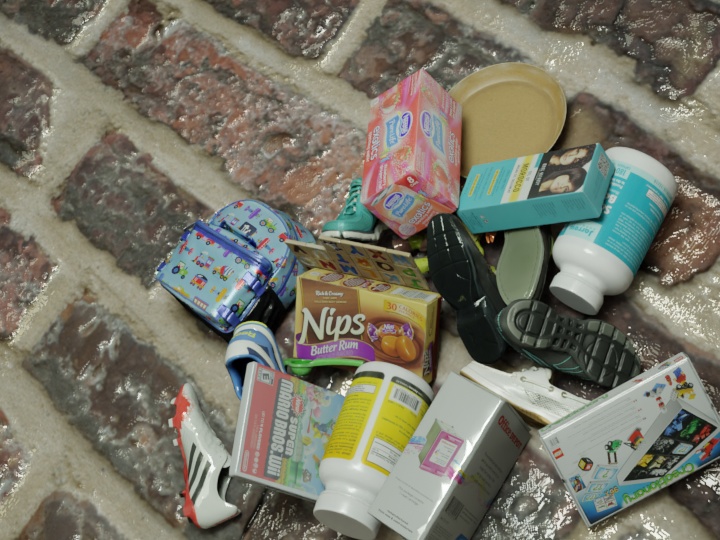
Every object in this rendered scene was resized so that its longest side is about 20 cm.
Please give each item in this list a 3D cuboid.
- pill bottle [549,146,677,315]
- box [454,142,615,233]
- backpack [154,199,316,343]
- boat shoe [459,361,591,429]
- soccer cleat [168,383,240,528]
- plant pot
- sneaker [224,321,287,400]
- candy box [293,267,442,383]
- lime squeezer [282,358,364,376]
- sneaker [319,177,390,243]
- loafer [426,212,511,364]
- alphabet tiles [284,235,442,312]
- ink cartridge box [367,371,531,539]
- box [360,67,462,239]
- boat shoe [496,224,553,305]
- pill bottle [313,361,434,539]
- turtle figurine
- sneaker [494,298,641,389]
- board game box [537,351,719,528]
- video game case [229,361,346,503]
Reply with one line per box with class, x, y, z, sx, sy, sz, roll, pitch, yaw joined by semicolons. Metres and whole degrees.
pill bottle;0.317;-0.047;1.513;0.110;0.111;0.202;23;76;28
box;0.221;-0.103;1.516;0.198;0.049;0.083;-7;47;42
backpack;-0.166;-0.011;1.675;0.182;0.135;0.201;35;80;29
boat shoe;0.221;0.155;1.486;0.198;0.071;0.070;26;77;19
soccer cleat;-0.210;0.249;1.615;0.084;0.069;0.203;-12;66;6
plant pot;0.196;-0.205;1.671;0.197;0.028;0.203;-11;56;17
sneaker;-0.118;0.169;1.548;0.073;0.082;0.202;-27;101;20
candy box;0.007;0.075;1.580;0.197;0.056;0.119;12;108;24
lime squeezer;-0.086;0.148;1.588;0.199;0.038;0.071;-36;65;22
sneaker;-0.004;-0.084;1.610;0.076;0.200;0.081;2;108;19
loafer;0.145;0.018;1.535;0.072;0.072;0.203;-17;94;42
alphabet tiles;0.000;0.000;1.583;0.197;0.168;0.008;11;68;25
ink cartridge box;0.112;0.244;1.440;0.084;0.145;0.202;28;79;31
box;0.072;-0.160;1.606;0.102;0.094;0.202;-27;40;34
boat shoe;0.220;-0.023;1.540;0.071;0.060;0.204;-24;41;32
pill bottle;0.014;0.227;1.489;0.111;0.113;0.202;9;60;25
turtle figurine;0.129;-0.032;1.607;0.159;0.064;0.203;-24;60;9
sneaker;0.257;0.090;1.472;0.198;0.079;0.076;26;74;-10
board game box;0.326;0.201;1.402;0.198;0.035;0.128;-29;96;6
video game case;-0.073;0.215;1.506;0.017;0.198;0.146;-17;57;46
